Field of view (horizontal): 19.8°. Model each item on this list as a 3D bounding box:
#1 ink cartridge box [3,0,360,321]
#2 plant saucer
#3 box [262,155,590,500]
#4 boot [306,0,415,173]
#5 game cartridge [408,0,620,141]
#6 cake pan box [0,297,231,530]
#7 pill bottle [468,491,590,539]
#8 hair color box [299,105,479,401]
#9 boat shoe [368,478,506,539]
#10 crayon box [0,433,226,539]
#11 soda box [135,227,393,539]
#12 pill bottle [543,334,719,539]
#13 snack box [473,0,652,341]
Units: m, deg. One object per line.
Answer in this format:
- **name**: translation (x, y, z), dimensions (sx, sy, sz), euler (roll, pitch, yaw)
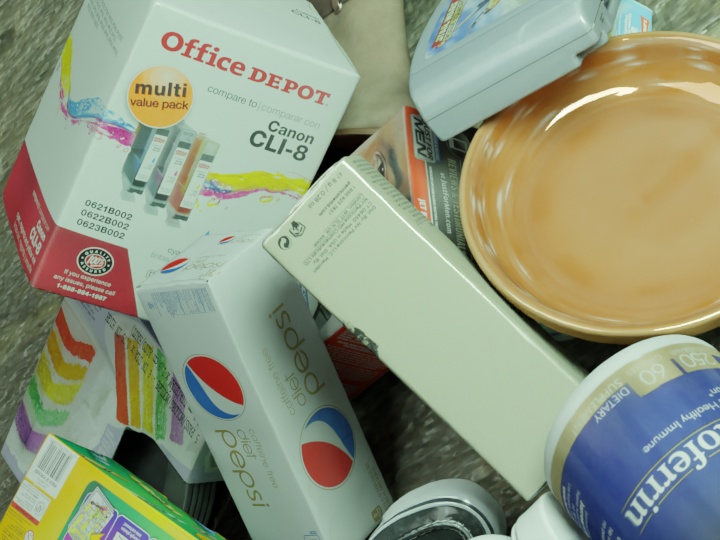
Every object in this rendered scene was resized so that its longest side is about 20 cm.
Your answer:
- **ink cartridge box**: translation (-0.116, -0.086, 1.305), dimensions (0.200, 0.145, 0.145), euler (-64, 25, 18)
- **plant saucer**: translation (0.154, -0.042, 1.128), dimensions (0.200, 0.037, 0.200), euler (-8, 55, 11)
- **box**: translation (0.044, 0.028, 1.123), dimensions (0.200, 0.082, 0.068), euler (44, 98, 4)
- **boot**: translation (0.008, -0.143, 1.343), dimensions (0.200, 0.070, 0.146), euler (-5, 72, 52)
- **game cartridge**: translation (0.095, -0.154, 1.214), dimensions (0.133, 0.042, 0.200), euler (-24, 24, 27)
- **cake pan box**: translation (-0.155, 0.114, 1.385), dimensions (0.200, 0.052, 0.184), euler (50, 126, 38)
- **pill bottle**: translation (0.065, 0.217, 1.108), dimensions (0.200, 0.113, 0.113), euler (-49, 45, 18)
- **hair color box**: translation (0.000, 0.000, 1.272), dimensions (0.200, 0.064, 0.111), euler (-40, 45, 44)
- **boat shoe**: translation (0.007, 0.199, 1.189), dimensions (0.200, 0.072, 0.068), euler (-43, 5, 28)
- **crayon box**: translation (-0.150, 0.194, 1.267), dimensions (0.200, 0.058, 0.119), euler (27, 88, 47)
- **soda box**: translation (-0.054, 0.078, 1.233), dimensions (0.064, 0.200, 0.068), euler (-5, 26, 41)
- **pill bottle**: translation (0.188, 0.132, 1.015), dimensions (0.116, 0.116, 0.200), euler (-54, 46, 14)
- **snack box**: translation (0.113, -0.057, 1.230), dimensions (0.116, 0.037, 0.200), euler (-11, 66, 45)
